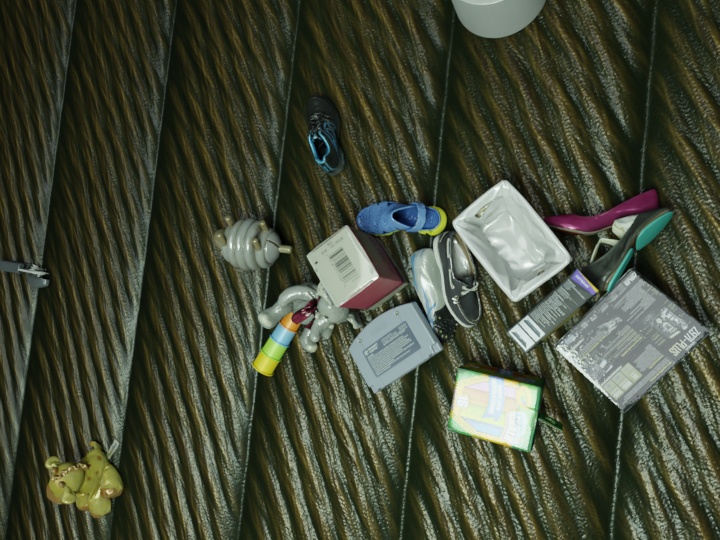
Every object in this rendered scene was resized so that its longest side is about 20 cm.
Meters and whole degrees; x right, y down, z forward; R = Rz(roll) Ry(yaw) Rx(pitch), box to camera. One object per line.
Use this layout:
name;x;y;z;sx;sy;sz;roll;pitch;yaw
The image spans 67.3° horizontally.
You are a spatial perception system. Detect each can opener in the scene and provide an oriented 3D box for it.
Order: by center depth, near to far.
can opener;-1.017;0.005;1.621;0.199;0.053;0.067;12;91;23

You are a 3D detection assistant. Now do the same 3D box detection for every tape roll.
tape roll;0.276;-0.601;1.098;0.202;0.139;0.204;-2;84;21

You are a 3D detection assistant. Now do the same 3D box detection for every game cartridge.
game cartridge;0.069;0.158;1.150;0.200;0.041;0.134;-39;68;30

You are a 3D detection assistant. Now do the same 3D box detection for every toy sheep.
toy sheep;-0.256;-0.062;1.274;0.199;0.138;0.139;13;90;17

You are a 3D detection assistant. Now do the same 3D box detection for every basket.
basket;0.297;-0.052;1.050;0.135;0.123;0.200;-39;72;15

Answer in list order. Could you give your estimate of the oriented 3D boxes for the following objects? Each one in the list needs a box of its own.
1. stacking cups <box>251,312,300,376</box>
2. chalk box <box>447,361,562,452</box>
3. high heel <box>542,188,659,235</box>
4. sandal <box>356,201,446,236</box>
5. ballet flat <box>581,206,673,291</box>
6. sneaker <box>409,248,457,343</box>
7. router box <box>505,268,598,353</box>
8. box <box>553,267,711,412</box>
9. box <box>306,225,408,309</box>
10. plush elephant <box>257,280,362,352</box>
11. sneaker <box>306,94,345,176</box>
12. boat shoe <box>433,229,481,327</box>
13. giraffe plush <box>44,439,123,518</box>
stacking cups;-0.179;0.149;1.261;0.060;0.060;0.200;35;99;21
chalk box;0.283;0.259;1.029;0.199;0.125;0.125;9;89;21
high heel;0.452;-0.113;1.024;0.199;0.067;0.097;7;92;10
sandal;0.080;-0.116;1.165;0.199;0.087;0.080;-2;86;24
ballet flat;0.463;-0.052;0.951;0.200;0.068;0.068;-44;56;-12
sneaker;0.153;0.053;1.139;0.072;0.072;0.201;-15;87;63
router box;0.349;0.075;0.976;0.157;0.200;0.052;-45;71;13
box;0.482;0.123;0.978;0.164;0.086;0.200;44;102;20
box;0.000;0.000;1.125;0.109;0.200;0.128;-36;73;15
plush elephant;-0.087;0.091;1.169;0.200;0.165;0.155;-51;30;-8
sneaker;-0.087;-0.323;1.253;0.073;0.082;0.201;-21;77;21
boat shoe;0.206;0.016;1.094;0.060;0.074;0.201;-21;82;62
giraffe plush;-0.728;0.544;1.396;0.172;0.162;0.201;18;93;23
